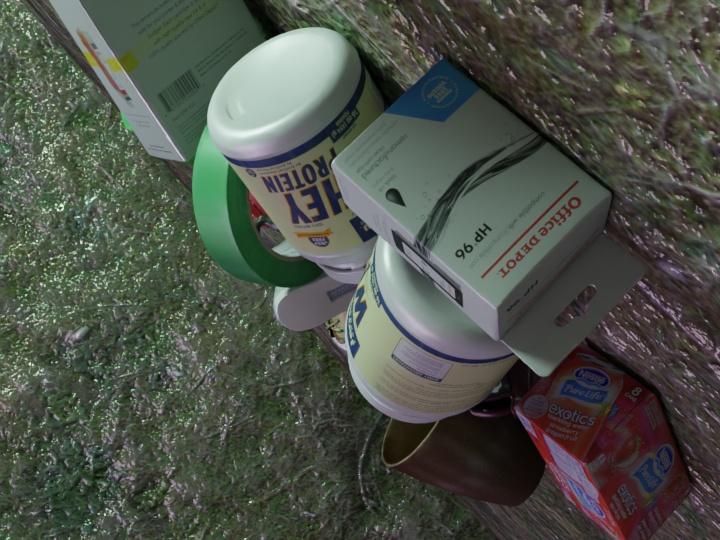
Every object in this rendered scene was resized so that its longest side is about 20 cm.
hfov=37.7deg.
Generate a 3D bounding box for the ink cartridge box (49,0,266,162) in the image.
[{"bbox_3d":[-0.187,-0.230,1.016,0.083,0.145,0.201,16,143,52],"label":"ink cartridge box"}]

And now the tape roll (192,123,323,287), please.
[{"bbox_3d":[-0.079,-0.085,1.041,0.048,0.201,0.201,8,148,36],"label":"tape roll"}]

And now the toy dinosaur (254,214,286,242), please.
[{"bbox_3d":[-0.071,-0.051,1.159,0.200,0.088,0.048,40,-156,-19],"label":"toy dinosaur"}]

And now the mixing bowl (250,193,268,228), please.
[{"bbox_3d":[-0.109,-0.124,1.325,0.200,0.108,0.200,46,172,8],"label":"mixing bowl"}]

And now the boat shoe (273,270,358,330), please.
[{"bbox_3d":[0.000,0.000,1.121,0.072,0.199,0.069,59,-175,-31],"label":"boat shoe"}]

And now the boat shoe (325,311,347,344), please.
[{"bbox_3d":[-0.004,0.052,1.234,0.200,0.074,0.076,43,168,-9],"label":"boat shoe"}]

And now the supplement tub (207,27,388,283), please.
[{"bbox_3d":[-0.029,-0.097,0.942,0.145,0.145,0.200,37,167,48],"label":"supplement tub"}]

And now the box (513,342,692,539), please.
[{"bbox_3d":[0.238,0.173,1.017,0.100,0.095,0.200,39,168,44],"label":"box"}]

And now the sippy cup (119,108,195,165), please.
[{"bbox_3d":[-0.183,-0.211,1.154,0.129,0.180,0.139,4,-167,-29],"label":"sippy cup"}]

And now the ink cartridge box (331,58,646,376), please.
[{"bbox_3d":[0.091,-0.038,0.730,0.200,0.116,0.068,42,169,20],"label":"ink cartridge box"}]

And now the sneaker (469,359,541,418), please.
[{"bbox_3d":[0.119,0.082,1.114,0.200,0.115,0.076,39,169,40],"label":"sneaker"}]

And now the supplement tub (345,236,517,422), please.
[{"bbox_3d":[0.067,0.035,0.871,0.145,0.145,0.200,45,153,12],"label":"supplement tub"}]

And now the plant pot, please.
[{"bbox_3d":[0.164,0.251,1.531,0.199,0.188,0.187,34,174,-12],"label":"plant pot"}]

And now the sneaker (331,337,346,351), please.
[{"bbox_3d":[0.063,0.038,1.335,0.199,0.116,0.074,-11,116,37],"label":"sneaker"}]
